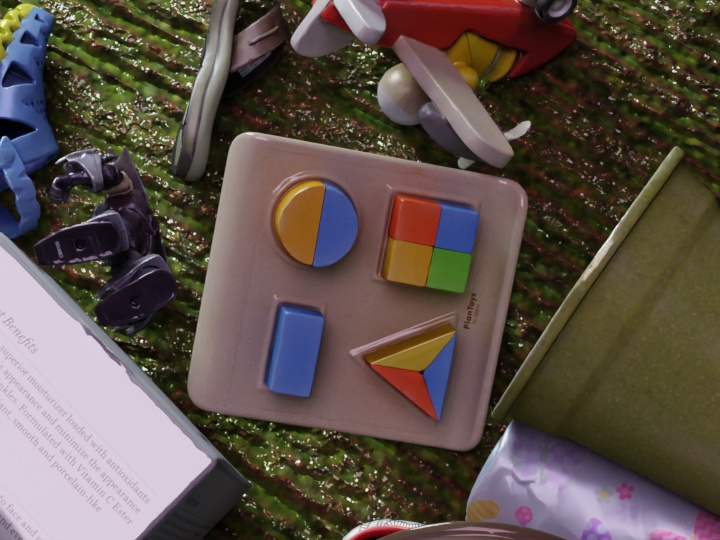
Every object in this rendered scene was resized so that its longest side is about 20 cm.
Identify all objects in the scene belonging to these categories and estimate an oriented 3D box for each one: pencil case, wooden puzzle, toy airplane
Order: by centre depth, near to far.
[{"bbox_3d":[0.165,0.167,1.240,0.199,0.083,0.091,25,80,16],"label":"pencil case"},{"bbox_3d":[-0.001,0.017,1.276,0.199,0.046,0.186,10,97,-6],"label":"wooden puzzle"},{"bbox_3d":[0.038,-0.157,1.354,0.198,0.142,0.200,25,40,3],"label":"toy airplane"}]

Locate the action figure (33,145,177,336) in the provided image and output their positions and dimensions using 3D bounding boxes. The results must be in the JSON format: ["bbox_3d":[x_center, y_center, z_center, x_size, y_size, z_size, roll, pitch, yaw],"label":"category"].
[{"bbox_3d":[-0.164,-0.018,1.304,0.069,0.200,0.131,-28,100,1],"label":"action figure"}]

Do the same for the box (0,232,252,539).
[{"bbox_3d":[-0.187,0.105,1.229,0.131,0.200,0.199,-45,80,-6],"label":"box"}]

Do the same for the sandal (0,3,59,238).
[{"bbox_3d":[-0.256,-0.100,1.413,0.087,0.079,0.201,24,65,-17],"label":"sandal"}]

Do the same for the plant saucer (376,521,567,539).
[{"bbox_3d":[0.072,0.223,1.171,0.199,0.201,0.030,0,43,7],"label":"plant saucer"}]

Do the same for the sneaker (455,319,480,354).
[{"bbox_3d":[0.000,0.000,1.326,0.199,0.089,0.074,24,72,14],"label":"sneaker"}]

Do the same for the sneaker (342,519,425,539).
[{"bbox_3d":[0.076,0.215,1.218,0.200,0.108,0.067,19,72,14],"label":"sneaker"}]

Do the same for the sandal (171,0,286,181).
[{"bbox_3d":[-0.086,-0.154,1.411,0.057,0.080,0.202,16,77,-5],"label":"sandal"}]

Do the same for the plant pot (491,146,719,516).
[{"bbox_3d":[0.210,0.059,1.190,0.184,0.200,0.201,35,76,8],"label":"plant pot"}]
